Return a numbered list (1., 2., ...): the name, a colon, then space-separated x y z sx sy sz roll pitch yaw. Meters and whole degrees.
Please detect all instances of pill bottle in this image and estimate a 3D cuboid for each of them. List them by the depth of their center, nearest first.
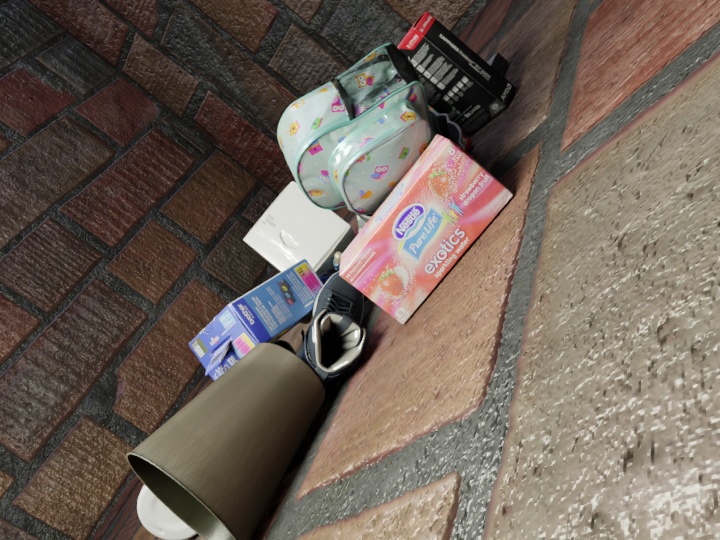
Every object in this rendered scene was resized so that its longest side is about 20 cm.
1. pill bottle: -0.281 0.332 1.011 0.112 0.111 0.200 -51 10 7

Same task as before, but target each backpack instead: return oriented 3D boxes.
1. backpack: -0.001 -0.165 0.811 0.199 0.154 0.176 -22 -27 5

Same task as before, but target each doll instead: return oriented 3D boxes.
1. doll: -0.058 0.031 1.093 0.200 0.048 0.137 -26 -47 -69

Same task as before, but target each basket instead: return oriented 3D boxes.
1. basket: -0.141 0.194 0.731 0.135 0.181 0.200 -4 38 43

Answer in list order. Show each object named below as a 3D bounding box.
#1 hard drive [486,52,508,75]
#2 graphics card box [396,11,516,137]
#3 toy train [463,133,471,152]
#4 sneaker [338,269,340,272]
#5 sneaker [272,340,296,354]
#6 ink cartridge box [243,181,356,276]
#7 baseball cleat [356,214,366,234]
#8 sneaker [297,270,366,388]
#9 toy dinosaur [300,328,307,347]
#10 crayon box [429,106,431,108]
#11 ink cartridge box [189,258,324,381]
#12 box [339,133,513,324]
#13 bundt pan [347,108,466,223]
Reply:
1. hard drive: 0.213 -0.339 1.270 0.200 0.038 0.140 -41 16 46
2. graphics card box: 0.148 -0.326 1.047 0.051 0.200 0.125 -57 10 -23
3. toy train: 0.125 -0.186 1.045 0.116 0.084 0.200 -60 7 18
4. sneaker: 0.000 0.000 0.978 0.200 0.074 0.080 -45 11 38
5. sneaker: -0.146 0.185 0.885 0.112 0.077 0.201 122 163 -52
6. ink cartridge box: -0.100 -0.048 1.193 0.145 0.147 0.200 -52 -13 -4
7. baseball cleat: 0.066 -0.086 1.032 0.200 0.069 0.107 -14 72 55
8. sneaker: -0.027 0.063 0.827 0.146 0.077 0.203 122 169 -58
9. toy dinosaur: -0.075 0.131 0.956 0.201 0.047 0.088 -59 18 -16
10. crayon box: 0.156 -0.345 1.270 0.119 0.058 0.200 -47 12 30
11. ink cartridge box: -0.155 0.078 0.902 0.136 0.077 0.200 -39 -4 41
12. box: 0.072 -0.052 0.745 0.200 0.102 0.095 -50 10 12
13. bundt pan: 0.069 -0.140 0.924 0.201 0.076 0.203 -14 55 21
